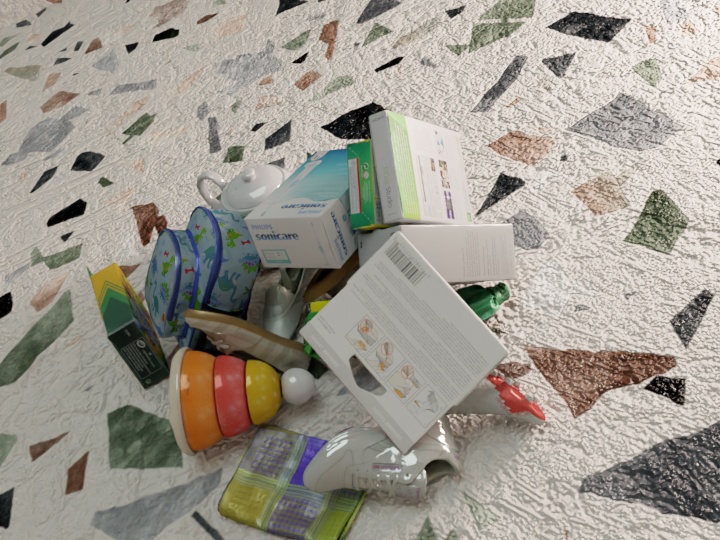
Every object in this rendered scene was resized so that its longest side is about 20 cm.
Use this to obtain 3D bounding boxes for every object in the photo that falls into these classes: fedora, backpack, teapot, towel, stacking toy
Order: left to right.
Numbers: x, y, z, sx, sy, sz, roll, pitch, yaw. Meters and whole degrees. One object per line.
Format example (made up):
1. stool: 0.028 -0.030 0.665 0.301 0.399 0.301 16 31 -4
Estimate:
1. backpack: -0.238 0.009 1.296 0.203 0.144 0.184 -64 35 22
2. stacking toy: -0.157 0.173 1.181 0.195 0.148 0.148 -5 42 1
3. teapot: -0.171 -0.111 1.460 0.196 0.148 0.199 -24 40 2
4. towel: -0.082 0.273 1.103 0.196 0.023 0.145 7 49 32
5. fedora: 0.000 0.000 1.282 0.200 0.082 0.201 -43 9 8

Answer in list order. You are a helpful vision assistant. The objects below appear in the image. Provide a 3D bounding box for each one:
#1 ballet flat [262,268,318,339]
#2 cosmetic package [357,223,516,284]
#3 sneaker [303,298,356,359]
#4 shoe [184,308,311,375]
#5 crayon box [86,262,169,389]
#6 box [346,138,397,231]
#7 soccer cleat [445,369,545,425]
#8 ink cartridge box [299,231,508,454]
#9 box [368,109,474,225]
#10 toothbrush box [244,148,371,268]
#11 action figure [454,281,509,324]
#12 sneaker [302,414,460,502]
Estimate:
1. ballet flat: -0.117 0.030 1.345 0.068 0.070 0.202 -1 46 25
2. cosmetic package: 0.105 -0.019 1.173 0.196 0.083 0.112 -4 -2 -30
3. sneaker: 0.005 0.085 1.180 0.197 0.078 0.087 -11 59 35
4. shoe: -0.159 0.105 1.213 0.070 0.197 0.055 -13 56 67
5. crayon box: -0.374 0.077 1.374 0.051 0.127 0.201 -29 40 -8
6. box: 0.056 -0.113 1.212 0.048 0.198 0.121 -5 86 37
7. soccer cleat: 0.137 0.156 1.081 0.197 0.068 0.087 28 92 21
8. ink cartridge box: 0.052 0.087 1.045 0.176 0.045 0.200 -43 80 3
9. box: 0.088 -0.133 1.186 0.036 0.198 0.148 -13 81 33
10. toothbrush box: -0.048 -0.093 1.231 0.144 0.087 0.200 0 34 35
11. action figure: 0.123 0.076 1.185 0.198 0.055 0.119 -32 39 -2
12. sneaker: 0.028 0.235 1.031 0.196 0.076 0.101 -16 49 -9
